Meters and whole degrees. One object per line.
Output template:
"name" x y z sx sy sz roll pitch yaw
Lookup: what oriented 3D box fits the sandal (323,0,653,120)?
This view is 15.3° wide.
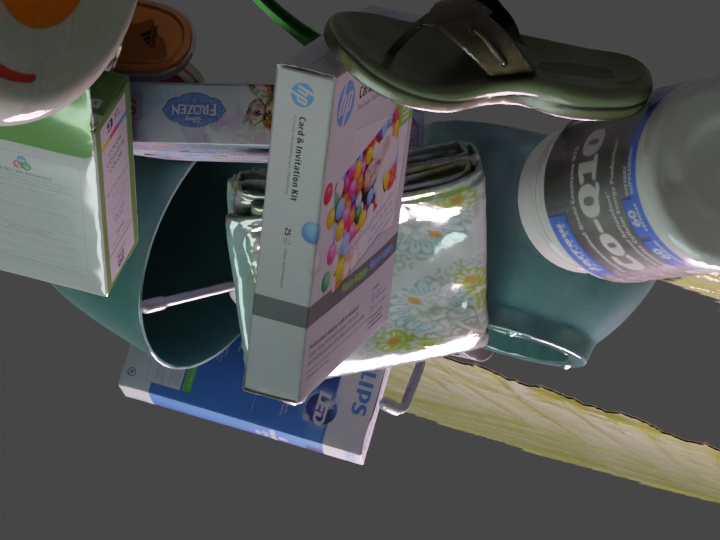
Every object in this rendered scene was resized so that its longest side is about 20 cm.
"sandal" 0.074 -0.130 1.529 0.199 0.058 0.080 3 -146 -18

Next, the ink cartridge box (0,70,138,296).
"ink cartridge box" -0.200 -0.082 1.680 0.103 0.060 0.201 14 138 13

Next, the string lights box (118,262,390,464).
"string lights box" -0.079 0.074 2.108 0.198 0.104 0.059 16 169 4

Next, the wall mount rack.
"wall mount rack" -0.051 0.041 1.929 0.199 0.075 0.174 2 152 47

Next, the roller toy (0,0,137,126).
"roller toy" -0.211 -0.169 1.369 0.139 0.183 0.201 10 144 37

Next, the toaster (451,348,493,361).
"toaster" 0.013 -0.013 2.132 0.180 0.120 0.200 10 169 30

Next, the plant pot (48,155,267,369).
"plant pot" -0.165 -0.050 2.018 0.160 0.202 0.200 24 175 26

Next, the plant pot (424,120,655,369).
"plant pot" 0.121 -0.010 1.915 0.199 0.135 0.200 15 171 2

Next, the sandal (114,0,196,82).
"sandal" -0.209 -0.169 1.741 0.205 0.080 0.059 4 156 6

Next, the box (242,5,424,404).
"box" -0.015 -0.042 1.593 0.041 0.202 0.156 12 -159 17

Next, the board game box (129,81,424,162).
"board game box" -0.085 -0.096 1.781 0.198 0.042 0.199 2 179 23

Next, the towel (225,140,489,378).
"towel" 0.000 0.000 1.765 0.170 0.048 0.201 -8 141 -3

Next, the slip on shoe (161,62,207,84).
"slip on shoe" -0.205 -0.147 1.893 0.198 0.062 0.074 15 169 -3

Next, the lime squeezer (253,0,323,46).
"lime squeezer" 0.007 -0.129 1.699 0.199 0.038 0.071 20 171 -15

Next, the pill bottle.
"pill bottle" 0.178 -0.051 1.630 0.113 0.115 0.200 19 170 -19

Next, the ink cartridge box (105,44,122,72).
"ink cartridge box" -0.203 -0.186 1.610 0.147 0.076 0.200 17 169 -7
